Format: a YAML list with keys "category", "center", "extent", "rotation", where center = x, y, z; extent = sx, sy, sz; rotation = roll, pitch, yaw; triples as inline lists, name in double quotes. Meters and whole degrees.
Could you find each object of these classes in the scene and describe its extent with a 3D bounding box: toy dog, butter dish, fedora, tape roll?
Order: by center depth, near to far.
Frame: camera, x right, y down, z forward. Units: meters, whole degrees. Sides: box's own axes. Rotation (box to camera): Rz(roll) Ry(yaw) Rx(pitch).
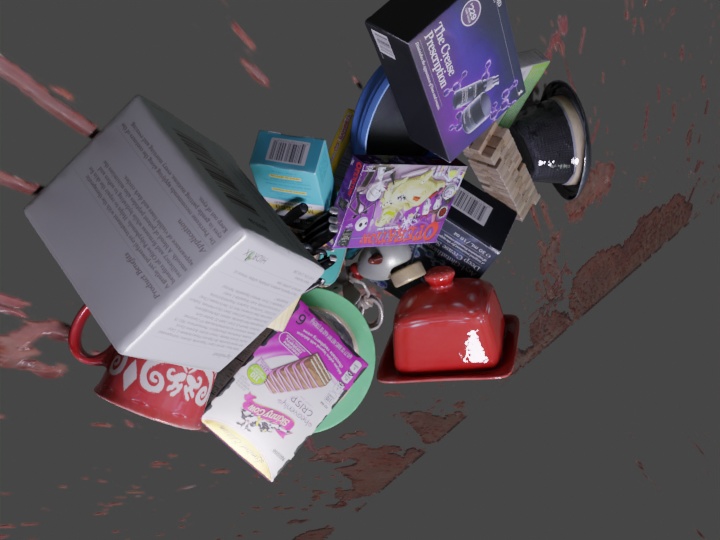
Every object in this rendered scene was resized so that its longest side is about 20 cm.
- category: "tape roll"
  center: [-0.079, 0.121, 1.286]
  extent: [0.200, 0.201, 0.048]
  rotation: [-33, -166, -17]
- category: "toy dog"
  center: [0.000, 0.000, 1.334]
  extent: [0.096, 0.132, 0.200]
  rotation: [-17, 154, -48]
- category: "butter dish"
  center: [0.124, 0.064, 1.362]
  extent: [0.200, 0.199, 0.148]
  rotation: [-61, 144, -64]
- category: "fedora"
  center: [0.284, -0.201, 1.465]
  extent: [0.092, 0.201, 0.201]
  rotation: [-7, 150, -10]

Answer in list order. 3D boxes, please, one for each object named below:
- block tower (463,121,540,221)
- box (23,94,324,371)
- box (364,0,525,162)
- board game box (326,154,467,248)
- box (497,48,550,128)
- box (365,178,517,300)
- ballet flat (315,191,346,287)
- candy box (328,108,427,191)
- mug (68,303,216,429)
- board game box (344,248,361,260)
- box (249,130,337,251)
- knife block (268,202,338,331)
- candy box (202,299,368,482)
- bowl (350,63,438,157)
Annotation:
- category: "block tower"
  center: [0.211, -0.146, 1.399]
  extent: [0.058, 0.054, 0.200]
  rotation: [-58, 145, -11]
- category: "box"
  center: [-0.184, -0.028, 0.957]
  extent: [0.171, 0.199, 0.200]
  rotation: [-43, 158, 7]
- category: "box"
  center: [0.105, -0.247, 1.091]
  extent: [0.141, 0.079, 0.200]
  rotation: [-45, 143, -12]
- category: "board game box"
  center: [0.047, -0.088, 1.198]
  extent: [0.200, 0.032, 0.120]
  rotation: [-6, 130, -46]
- category: "box"
  center: [0.173, -0.243, 1.359]
  extent: [0.200, 0.036, 0.144]
  rotation: [-20, 151, -39]
- category: "box"
  center: [0.123, -0.038, 1.461]
  extent: [0.107, 0.148, 0.200]
  rotation: [-59, -179, -44]
- category: "ballet flat"
  center: [-0.035, -0.076, 1.285]
  extent: [0.070, 0.065, 0.200]
  rotation: [27, 87, -38]
- category: "candy box"
  center: [0.030, -0.140, 1.248]
  extent: [0.200, 0.026, 0.102]
  rotation: [14, 101, -52]
- category: "mug"
  center: [-0.233, 0.065, 1.107]
  extent: [0.177, 0.133, 0.200]
  rotation: [24, 85, -27]
- category: "board game box"
  center: [0.009, -0.094, 1.385]
  extent: [0.200, 0.028, 0.135]
  rotation: [-49, 158, 21]
- category: "box"
  center: [-0.076, -0.094, 1.153]
  extent: [0.200, 0.082, 0.049]
  rotation: [78, 23, -64]
- category: "knife block"
  center: [-0.102, -0.024, 1.172]
  extent: [0.064, 0.200, 0.176]
  rotation: [21, 102, -30]
- category: "candy box"
  center: [-0.105, 0.152, 1.218]
  extent: [0.200, 0.136, 0.061]
  rotation: [-50, -161, -12]
- category: "bowl"
  center: [0.068, -0.193, 1.194]
  extent: [0.201, 0.039, 0.201]
  rotation: [-28, 136, -32]
